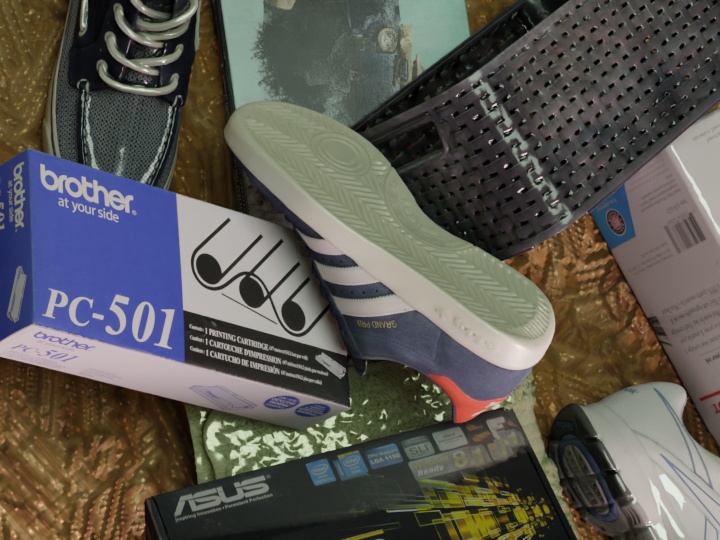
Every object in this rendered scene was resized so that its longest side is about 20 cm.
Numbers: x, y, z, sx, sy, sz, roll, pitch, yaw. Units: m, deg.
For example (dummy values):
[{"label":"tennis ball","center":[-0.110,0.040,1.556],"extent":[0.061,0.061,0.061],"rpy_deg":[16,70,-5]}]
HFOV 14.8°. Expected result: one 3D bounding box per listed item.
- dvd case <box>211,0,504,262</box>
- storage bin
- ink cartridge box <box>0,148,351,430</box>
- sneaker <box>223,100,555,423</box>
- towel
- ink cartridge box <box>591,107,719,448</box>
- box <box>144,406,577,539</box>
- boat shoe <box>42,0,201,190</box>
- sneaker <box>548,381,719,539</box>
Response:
[{"label":"dvd case","center":[-0.001,-0.071,1.504],"extent":[0.146,0.022,0.200],"rpy_deg":[-4,80,-19]},{"label":"storage bin","center":[0.098,-0.088,1.457],"extent":[0.200,0.135,0.094],"rpy_deg":[-38,99,-35]},{"label":"ink cartridge box","center":[-0.094,0.012,1.369],"extent":[0.200,0.044,0.094],"rpy_deg":[16,59,-39]},{"label":"sneaker","center":[0.000,0.000,1.394],"extent":[0.200,0.085,0.075],"rpy_deg":[42,39,14]},{"label":"towel","center":[0.013,0.114,1.458],"extent":[0.200,0.036,0.148],"rpy_deg":[-13,83,-21]},{"label":"ink cartridge box","center":[0.212,0.016,1.506],"extent":[0.067,0.116,0.200],"rpy_deg":[-28,88,-23]},{"label":"box","center":[0.011,0.161,1.363],"extent":[0.200,0.049,0.161],"rpy_deg":[-12,47,-14]},{"label":"boat shoe","center":[-0.118,-0.119,1.436],"extent":[0.075,0.093,0.200],"rpy_deg":[5,76,-17]},{"label":"sneaker","center":[0.183,0.148,1.491],"extent":[0.087,0.075,0.200],"rpy_deg":[-26,87,-27]}]
